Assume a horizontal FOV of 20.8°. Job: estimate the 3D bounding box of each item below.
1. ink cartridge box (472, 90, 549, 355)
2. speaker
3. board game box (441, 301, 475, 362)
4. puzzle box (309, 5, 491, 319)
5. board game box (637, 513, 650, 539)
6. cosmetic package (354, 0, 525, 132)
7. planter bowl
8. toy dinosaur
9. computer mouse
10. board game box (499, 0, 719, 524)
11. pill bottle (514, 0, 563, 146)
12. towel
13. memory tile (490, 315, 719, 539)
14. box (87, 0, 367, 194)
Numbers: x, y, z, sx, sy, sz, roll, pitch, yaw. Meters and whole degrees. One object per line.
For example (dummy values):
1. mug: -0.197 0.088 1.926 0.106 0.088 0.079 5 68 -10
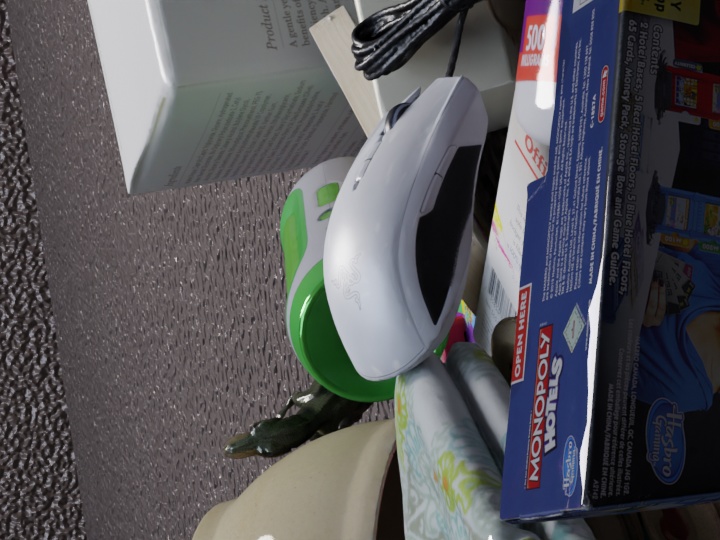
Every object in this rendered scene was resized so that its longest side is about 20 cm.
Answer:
1. ink cartridge box: 0.112 -0.008 0.885 0.201 0.067 0.115 96 155 -44
2. speaker: 0.000 0.000 1.037 0.200 0.088 0.089 -101 7 -72
3. board game box: 0.050 0.084 1.184 0.200 0.039 0.159 -119 25 -45
4. puzzle box: 0.042 -0.040 1.053 0.133 0.025 0.201 51 -170 -46
5. board game box: 0.124 0.161 0.889 0.135 0.028 0.201 28 136 31
6. cosmetic package: 0.035 -0.171 0.972 0.103 0.073 0.202 8 -112 -71
7. planter bowl: -0.014 0.181 1.067 0.200 0.134 0.202 -7 -90 -68
8. toy dinosaur: -0.001 0.060 1.137 0.047 0.200 0.088 40 153 10
9. computer mouse: 0.020 -0.051 0.837 0.109 0.044 0.201 -23 48 46
10. board game box: 0.152 -0.011 0.600 0.062 0.198 0.202 153 126 -68
11. pill bottle: 0.118 -0.138 0.683 0.112 0.112 0.202 -166 81 -71
12. towel: 0.055 0.141 0.774 0.200 0.048 0.172 -117 18 -64
13. memory tile: 0.097 0.126 0.823 0.153 0.017 0.201 45 147 42
14. box: -0.073 -0.178 1.217 0.200 0.170 0.200 130 128 -68
